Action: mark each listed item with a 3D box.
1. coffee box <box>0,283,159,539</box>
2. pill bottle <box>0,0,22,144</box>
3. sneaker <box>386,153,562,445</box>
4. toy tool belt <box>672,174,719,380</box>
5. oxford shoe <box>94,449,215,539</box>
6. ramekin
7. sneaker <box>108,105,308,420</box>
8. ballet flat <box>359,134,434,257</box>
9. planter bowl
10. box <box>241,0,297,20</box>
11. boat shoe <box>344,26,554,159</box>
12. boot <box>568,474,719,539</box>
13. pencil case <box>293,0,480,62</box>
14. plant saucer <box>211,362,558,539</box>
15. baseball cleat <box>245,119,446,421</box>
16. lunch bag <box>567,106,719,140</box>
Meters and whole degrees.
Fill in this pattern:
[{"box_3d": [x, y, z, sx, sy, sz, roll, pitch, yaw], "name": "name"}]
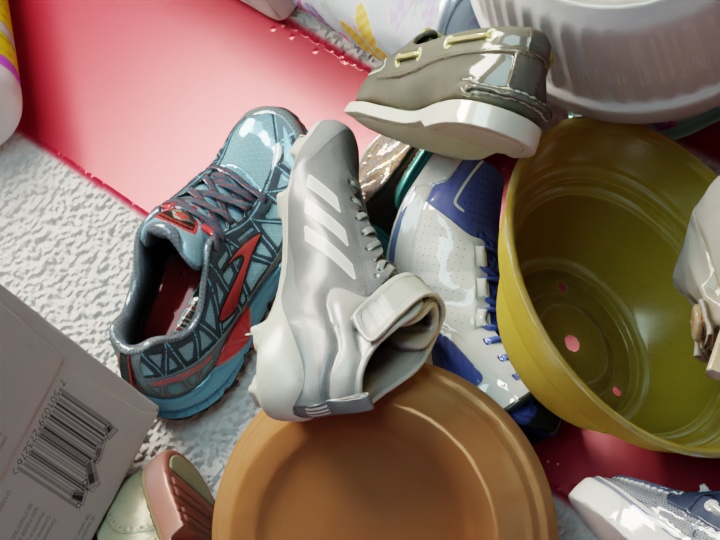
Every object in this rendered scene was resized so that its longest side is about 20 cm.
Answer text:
[{"box_3d": [-0.277, 0.097, 1.563, 0.197, 0.200, 0.200, 14, 70, 45], "name": "coffee box"}, {"box_3d": [-0.280, -0.175, 1.784, 0.104, 0.104, 0.201, -20, 58, 14], "name": "pill bottle"}, {"box_3d": [0.066, 0.044, 1.540, 0.115, 0.081, 0.200, 12, 77, 25], "name": "sneaker"}, {"box_3d": [0.265, 0.020, 1.413, 0.199, 0.125, 0.123, 2, 41, -8], "name": "toy tool belt"}, {"box_3d": [-0.107, 0.200, 1.543, 0.074, 0.071, 0.201, -29, 48, 18], "name": "oxford shoe"}, {"box_3d": [0.144, -0.188, 1.453, 0.199, 0.105, 0.201, -5, 69, 13], "name": "ramekin"}, {"box_3d": [-0.085, -0.015, 1.619, 0.079, 0.096, 0.201, 13, 71, 28], "name": "sneaker"}, {"box_3d": [0.005, -0.029, 1.615, 0.200, 0.068, 0.067, -50, 37, -13], "name": "ballet flat"}, {"box_3d": [0.135, 0.024, 1.480, 0.083, 0.200, 0.201, -39, 47, 44], "name": "planter bowl"}, {"box_3d": [-0.088, -0.308, 1.725, 0.200, 0.171, 0.199, 32, 80, 33], "name": "box"}, {"box_3d": [0.049, -0.097, 1.474, 0.202, 0.072, 0.061, 8, 79, 70], "name": "boat shoe"}, {"box_3d": [0.197, 0.137, 1.419, 0.090, 0.073, 0.200, -43, 38, -12], "name": "boot"}, {"box_3d": [0.035, -0.163, 1.615, 0.091, 0.083, 0.200, -44, 35, -9], "name": "pencil case"}, {"box_3d": [0.007, 0.147, 1.486, 0.199, 0.037, 0.201, -1, 88, 23], "name": "plant saucer"}, {"box_3d": [0.000, 0.000, 1.505, 0.106, 0.070, 0.201, -3, 54, 18], "name": "baseball cleat"}, {"box_3d": [0.187, -0.176, 1.566, 0.199, 0.122, 0.171, -27, 62, 15], "name": "lunch bag"}]
